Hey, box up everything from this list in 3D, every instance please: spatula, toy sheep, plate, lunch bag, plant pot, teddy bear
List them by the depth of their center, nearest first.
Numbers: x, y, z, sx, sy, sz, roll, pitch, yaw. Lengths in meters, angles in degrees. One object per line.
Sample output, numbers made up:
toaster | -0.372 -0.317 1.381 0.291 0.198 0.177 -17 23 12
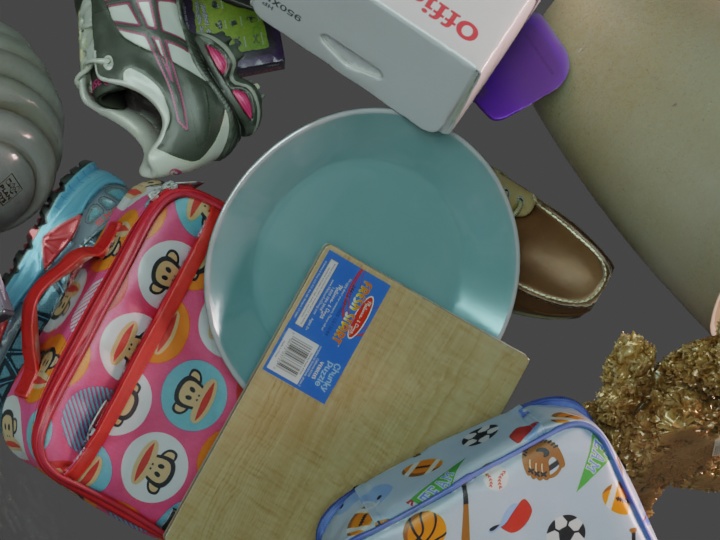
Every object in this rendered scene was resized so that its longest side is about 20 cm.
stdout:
lunch bag | 0.076 0.180 1.520 0.199 0.076 0.161 -27 108 -3
plate | 0.000 0.000 1.545 0.199 0.026 0.202 -4 105 -16
lunch bag | -0.124 0.049 1.561 0.176 0.082 0.201 32 82 -28
teddy bear | 0.198 0.083 1.562 0.144 0.200 0.067 11 52 -22
spatula | 0.041 -0.080 1.565 0.200 0.021 0.057 -39 62 11
toy sheep | -0.246 -0.082 1.581 0.137 0.138 0.201 -15 50 -2
plant pot | 0.199 -0.092 1.581 0.200 0.187 0.188 39 84 20

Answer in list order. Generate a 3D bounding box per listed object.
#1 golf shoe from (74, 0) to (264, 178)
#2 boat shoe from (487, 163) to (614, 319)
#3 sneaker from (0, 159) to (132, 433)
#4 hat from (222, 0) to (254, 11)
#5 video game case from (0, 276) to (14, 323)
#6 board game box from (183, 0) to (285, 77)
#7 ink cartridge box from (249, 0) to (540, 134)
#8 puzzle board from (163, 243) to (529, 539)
golf shoe | -0.144 -0.150 1.583 0.088 0.077 0.200 -32 81 -32
boat shoe | 0.064 -0.035 1.609 0.199 0.074 0.076 29 82 4
sneaker | -0.184 0.035 1.597 0.095 0.079 0.201 28 83 1
hat | -0.050 -0.241 1.613 0.199 0.081 0.202 4 75 -16
video game case | -0.298 -0.033 1.520 0.142 0.019 0.201 -27 73 16
board game box | -0.124 -0.217 1.658 0.119 0.032 0.202 -10 82 -6
ink cartridge box | 0.049 -0.204 1.527 0.144 0.084 0.201 33 62 2
puzzle board | -0.008 0.105 1.539 0.150 0.017 0.201 29 89 -18
